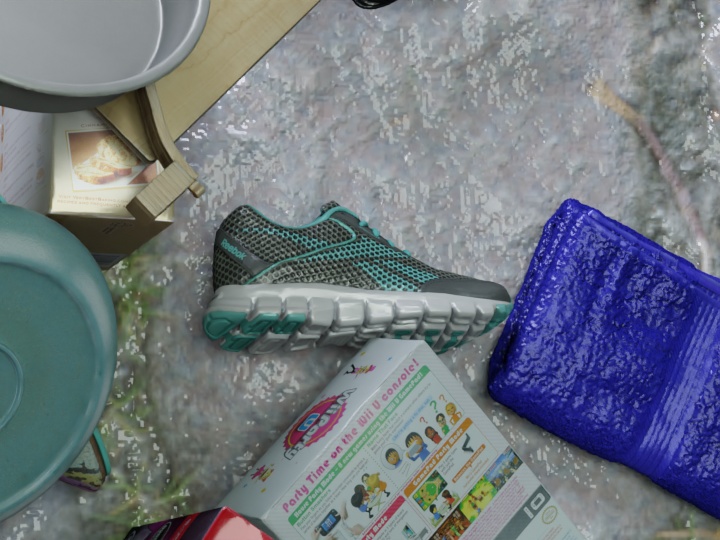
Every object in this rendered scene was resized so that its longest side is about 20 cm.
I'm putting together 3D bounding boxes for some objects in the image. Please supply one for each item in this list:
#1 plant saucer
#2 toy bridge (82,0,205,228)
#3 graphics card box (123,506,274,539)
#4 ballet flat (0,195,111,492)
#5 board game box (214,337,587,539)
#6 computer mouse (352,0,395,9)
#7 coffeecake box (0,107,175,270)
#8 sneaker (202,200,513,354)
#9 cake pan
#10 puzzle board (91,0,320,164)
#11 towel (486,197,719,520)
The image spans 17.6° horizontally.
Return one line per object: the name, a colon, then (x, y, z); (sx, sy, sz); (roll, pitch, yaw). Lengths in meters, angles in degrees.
plant saucer: (-0.212, 0.061, 1.234); (0.200, 0.027, 0.200); (-18, 123, -30)
toy bridge: (-0.152, -0.112, 1.220); (0.200, 0.027, 0.067); (47, 68, -4)
graphics card box: (-0.115, 0.196, 1.265); (0.051, 0.200, 0.126); (36, 72, -10)
ballet flat: (-0.204, 0.050, 1.305); (0.071, 0.069, 0.200); (-34, 120, -31)
board game box: (0.034, 0.160, 1.372); (0.148, 0.064, 0.200); (-47, 112, -21)
computer mouse: (-0.010, -0.249, 1.454); (0.140, 0.046, 0.200); (-33, 84, -32)
coffeecake box: (-0.158, -0.113, 1.333); (0.073, 0.154, 0.200); (3, 79, -19)
sneaker: (0.000, 0.000, 1.412); (0.200, 0.078, 0.091); (4, 66, -25)
cake pan: (-0.173, -0.160, 1.181); (0.200, 0.037, 0.200); (17, 50, -22)
puzzle board: (-0.101, -0.176, 1.274); (0.151, 0.017, 0.200); (46, 69, -5)
towel: (0.190, 0.056, 1.476); (0.200, 0.050, 0.148); (27, 72, -13)
